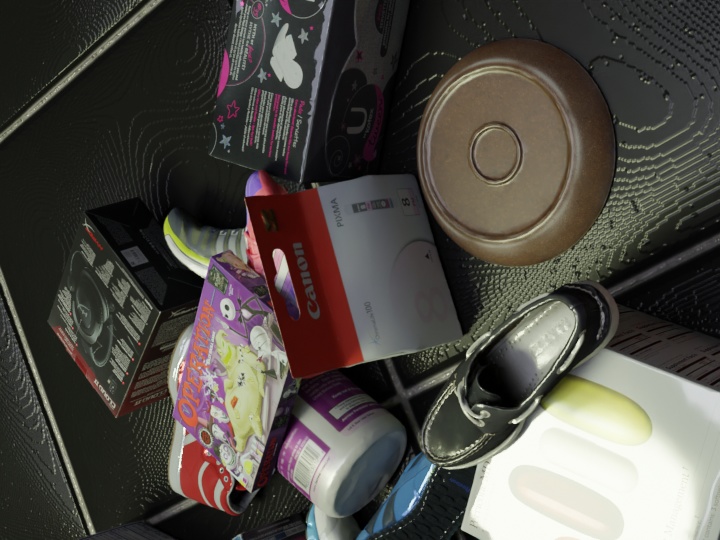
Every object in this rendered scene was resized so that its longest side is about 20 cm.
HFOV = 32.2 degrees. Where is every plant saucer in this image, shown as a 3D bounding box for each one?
[{"bbox_3d":[0.125,-0.102,1.095,0.199,0.034,0.202,5,98,35],"label":"plant saucer"}]

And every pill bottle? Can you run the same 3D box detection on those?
[{"bbox_3d":[-0.060,0.137,1.209,0.200,0.112,0.113,38,115,28],"label":"pill bottle"}]

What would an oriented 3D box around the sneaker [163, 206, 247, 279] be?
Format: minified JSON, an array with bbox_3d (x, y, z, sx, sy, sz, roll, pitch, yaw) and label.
[{"bbox_3d":[-0.119,-0.018,1.272,0.200,0.074,0.081,33,98,27],"label":"sneaker"}]

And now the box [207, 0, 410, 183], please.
[{"bbox_3d":[-0.042,-0.189,1.147,0.114,0.132,0.201,20,106,31],"label":"box"}]

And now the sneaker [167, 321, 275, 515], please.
[{"bbox_3d":[-0.142,0.157,1.296,0.112,0.071,0.201,18,113,38],"label":"sneaker"}]

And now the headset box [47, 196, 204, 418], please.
[{"bbox_3d":[-0.254,0.047,1.345,0.149,0.077,0.200,49,135,23],"label":"headset box"}]

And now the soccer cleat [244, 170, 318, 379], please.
[{"bbox_3d":[-0.076,0.010,1.125,0.076,0.067,0.201,-16,112,6],"label":"soccer cleat"}]

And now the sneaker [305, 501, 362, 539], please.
[{"bbox_3d":[0.018,0.298,1.203,0.086,0.075,0.201,-29,83,24],"label":"sneaker"}]

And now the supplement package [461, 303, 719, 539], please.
[{"bbox_3d":[0.216,0.144,0.983,0.199,0.147,0.192,20,107,32],"label":"supplement package"}]

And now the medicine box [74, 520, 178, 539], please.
[{"bbox_3d":[-0.244,0.359,1.313,0.181,0.200,0.104,17,102,34],"label":"medicine box"}]

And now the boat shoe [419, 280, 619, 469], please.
[{"bbox_3d":[0.106,0.082,0.926,0.200,0.060,0.074,-43,70,29],"label":"boat shoe"}]

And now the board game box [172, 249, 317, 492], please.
[{"bbox_3d":[-0.110,0.095,1.140,0.120,0.032,0.201,41,132,30],"label":"board game box"}]

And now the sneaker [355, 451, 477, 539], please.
[{"bbox_3d":[0.053,0.221,1.152,0.066,0.079,0.200,35,107,-11],"label":"sneaker"}]

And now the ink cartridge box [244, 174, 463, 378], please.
[{"bbox_3d":[0.000,0.000,1.093,0.057,0.200,0.163,-20,83,33],"label":"ink cartridge box"}]

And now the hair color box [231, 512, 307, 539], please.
[{"bbox_3d":[-0.056,0.348,1.235,0.061,0.100,0.200,-43,70,30],"label":"hair color box"}]
